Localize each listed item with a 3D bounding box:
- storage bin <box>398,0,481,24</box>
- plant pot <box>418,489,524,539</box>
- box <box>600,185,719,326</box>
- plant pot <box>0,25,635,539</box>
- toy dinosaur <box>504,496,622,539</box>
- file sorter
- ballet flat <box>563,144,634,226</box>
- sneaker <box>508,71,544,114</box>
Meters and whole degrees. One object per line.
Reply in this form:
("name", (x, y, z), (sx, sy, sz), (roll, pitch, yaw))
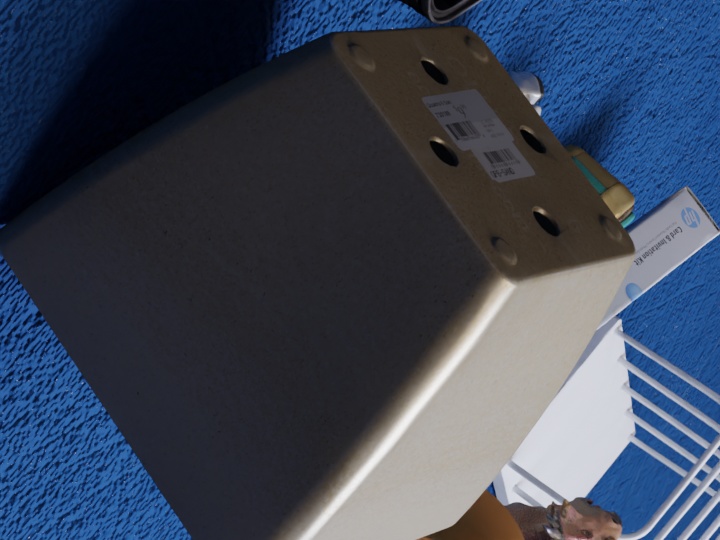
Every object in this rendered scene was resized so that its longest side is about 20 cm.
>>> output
("storage bin", (0.065, -0.220, 1.226), (0.200, 0.094, 0.135), (-37, 150, -39))
("plant pot", (0.023, 0.204, 1.579), (0.140, 0.200, 0.200), (-56, 169, -62))
("box", (0.111, 0.036, 1.640), (0.200, 0.041, 0.156), (-36, 178, -41))
("plant pot", (0.000, 0.000, 1.185), (0.177, 0.200, 0.200), (-42, 164, 27))
("toy dinosaur", (0.068, 0.204, 1.732), (0.200, 0.135, 0.086), (-52, 157, -8))
("file sorter", (0.188, 0.154, 1.917), (0.139, 0.124, 0.200), (-48, 156, -16))
("ballet flat", (0.096, -0.020, 1.574), (0.069, 0.063, 0.200), (-39, 179, -33))
("sneaker", (0.024, -0.021, 1.417), (0.075, 0.086, 0.200), (-156, -96, -79))
